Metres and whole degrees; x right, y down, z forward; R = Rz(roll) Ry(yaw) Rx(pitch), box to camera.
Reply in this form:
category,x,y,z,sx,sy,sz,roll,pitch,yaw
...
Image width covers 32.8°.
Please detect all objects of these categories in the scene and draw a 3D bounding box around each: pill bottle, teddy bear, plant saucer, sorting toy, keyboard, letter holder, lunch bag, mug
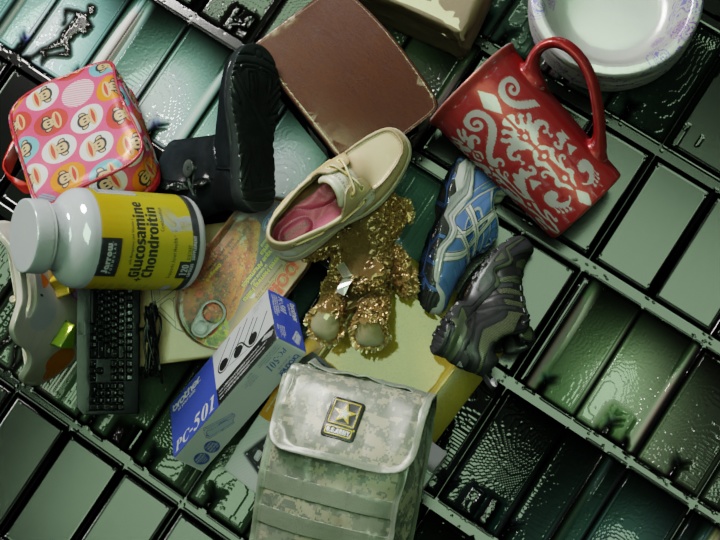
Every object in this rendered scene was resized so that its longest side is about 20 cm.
category,x,y,z,sx,sy,sz,roll,pitch,yaw
pill bottle,-0.283,-0.035,1.371,0.199,0.112,0.113,1,78,-37
teddy bear,0.000,0.000,1.404,0.144,0.067,0.201,-9,69,8
plant saucer,0.043,0.094,1.438,0.200,0.048,0.200,37,86,10
sorting toy,-0.380,0.022,1.423,0.106,0.180,0.201,-12,81,4
keyboard,-0.279,0.068,1.434,0.104,0.040,0.201,2,84,-26
letter holder,-0.012,-0.219,1.467,0.142,0.101,0.200,-38,80,-3
lunch bag,-0.016,0.204,1.283,0.163,0.118,0.201,11,97,16
mug,0.202,-0.153,1.398,0.200,0.178,0.133,48,58,2
lunch bag,-0.343,-0.146,1.465,0.176,0.082,0.200,-24,54,0

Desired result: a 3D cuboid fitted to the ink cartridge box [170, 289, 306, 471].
category,x,y,z,sx,sy,sz,roll,pitch,yaw
ink cartridge box,-0.142,0.125,1.391,0.044,0.094,0.200,29,114,-28

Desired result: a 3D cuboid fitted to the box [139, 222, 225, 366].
category,x,y,z,sx,sy,sz,roll,pitch,yaw
box,-0.192,0.027,1.484,0.199,0.021,0.164,-7,81,4

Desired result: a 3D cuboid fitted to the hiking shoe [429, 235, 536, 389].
category,x,y,z,sx,sy,sz,roll,pitch,yaw
hiking shoe,0.160,0.048,1.402,0.101,0.076,0.200,38,57,-1

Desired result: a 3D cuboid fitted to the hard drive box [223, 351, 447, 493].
category,x,y,z,sx,sy,sz,roll,pitch,yaw
hard drive box,-0.028,0.217,1.389,0.200,0.077,0.156,35,106,10

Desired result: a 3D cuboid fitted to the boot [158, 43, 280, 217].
category,x,y,z,sx,sy,sz,roll,pitch,yaw
boot,-0.175,-0.158,1.442,0.168,0.076,0.201,-2,89,44

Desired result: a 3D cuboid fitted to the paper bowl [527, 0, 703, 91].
category,x,y,z,sx,sy,sz,roll,pitch,yaw
paper bowl,0.298,-0.311,1.447,0.200,0.104,0.202,-1,82,5

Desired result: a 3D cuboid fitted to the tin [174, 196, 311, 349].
category,x,y,z,sx,sy,sz,roll,pitch,yaw
tin,-0.135,0.005,1.453,0.112,0.042,0.200,37,86,13

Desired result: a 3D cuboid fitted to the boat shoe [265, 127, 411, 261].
category,x,y,z,sx,sy,sz,roll,pitch,yaw
boat shoe,-0.025,-0.086,1.360,0.200,0.069,0.074,-43,79,1

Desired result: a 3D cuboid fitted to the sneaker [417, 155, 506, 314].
category,x,y,z,sx,sy,sz,roll,pitch,yaw
sneaker,0.120,-0.038,1.422,0.077,0.076,0.201,22,68,-8

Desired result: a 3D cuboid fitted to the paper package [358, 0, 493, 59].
category,x,y,z,sx,sy,sz,roll,pitch,yaw
paper package,0.084,-0.389,1.481,0.190,0.103,0.201,25,85,9
